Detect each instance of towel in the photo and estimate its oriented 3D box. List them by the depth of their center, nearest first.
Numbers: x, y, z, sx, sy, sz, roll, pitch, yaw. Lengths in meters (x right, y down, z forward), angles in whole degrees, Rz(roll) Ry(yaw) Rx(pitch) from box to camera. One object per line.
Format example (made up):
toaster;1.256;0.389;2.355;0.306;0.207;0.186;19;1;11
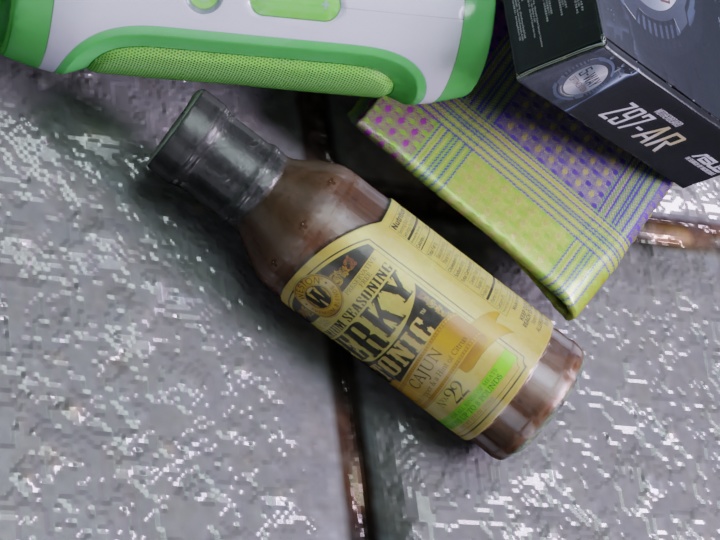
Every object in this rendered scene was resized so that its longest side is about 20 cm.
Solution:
towel;0.091;-0.086;1.111;0.143;0.023;0.200;39;54;-6

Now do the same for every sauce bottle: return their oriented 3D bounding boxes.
sauce bottle;0.000;0.000;1.017;0.200;0.065;0.065;36;53;-6

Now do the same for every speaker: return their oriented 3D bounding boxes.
speaker;-0.048;-0.117;1.006;0.199;0.089;0.089;4;63;-15

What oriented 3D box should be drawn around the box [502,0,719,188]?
box;0.109;-0.154;1.068;0.160;0.043;0.201;26;50;-53
